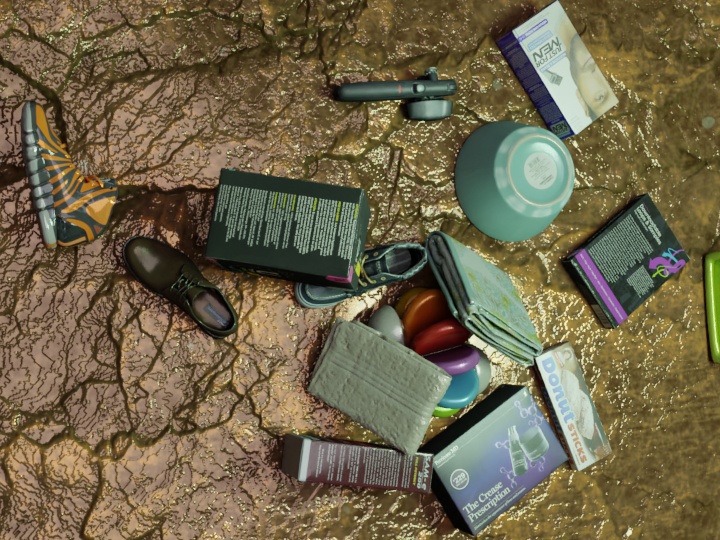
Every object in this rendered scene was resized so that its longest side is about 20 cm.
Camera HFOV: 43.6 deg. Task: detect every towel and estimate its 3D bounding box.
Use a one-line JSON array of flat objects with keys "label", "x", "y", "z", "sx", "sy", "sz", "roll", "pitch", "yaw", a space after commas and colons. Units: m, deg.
[{"label": "towel", "x": 0.183, "y": 0.040, "z": 1.350, "sx": 0.171, "sy": 0.201, "sz": 0.048, "roll": 33, "pitch": 116, "yaw": -32}, {"label": "towel", "x": 0.023, "y": 0.163, "z": 1.299, "sx": 0.199, "sy": 0.034, "sz": 0.133, "roll": 29, "pitch": 101, "yaw": 25}]

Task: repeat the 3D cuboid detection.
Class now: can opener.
[{"label": "can opener", "x": 0.057, "y": -0.277, "z": 1.400, "sx": 0.198, "sy": 0.063, "sz": 0.079, "roll": -1, "pitch": 87, "yaw": -19}]

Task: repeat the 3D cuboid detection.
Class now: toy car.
[{"label": "toy car", "x": 0.117, "y": 0.123, "z": 1.343, "sx": 0.174, "sy": 0.150, "sz": 0.202, "roll": -13, "pitch": 90, "yaw": -19}]

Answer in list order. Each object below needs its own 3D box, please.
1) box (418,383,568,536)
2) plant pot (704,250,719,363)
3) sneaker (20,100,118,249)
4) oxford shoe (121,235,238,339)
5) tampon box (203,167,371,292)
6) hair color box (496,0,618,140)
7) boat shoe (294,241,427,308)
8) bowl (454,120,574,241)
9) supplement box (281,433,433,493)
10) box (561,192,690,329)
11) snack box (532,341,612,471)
[{"label": "box", "x": 0.202, "y": 0.290, "z": 1.399, "sx": 0.199, "sy": 0.079, "sz": 0.142, "roll": -34, "pitch": 94, "yaw": -18}, {"label": "plant pot", "x": 0.733, "y": 0.058, "z": 1.539, "sx": 0.180, "sy": 0.200, "sz": 0.201, "roll": 0, "pitch": 85, "yaw": -24}, {"label": "sneaker", "x": -0.398, "y": -0.136, "z": 1.235, "sx": 0.111, "sy": 0.077, "sz": 0.202, "roll": -13, "pitch": 101, "yaw": -23}, {"label": "oxford shoe", "x": -0.247, "y": 0.018, "z": 1.263, "sx": 0.200, "sy": 0.084, "sz": 0.073, "roll": 38, "pitch": 77, "yaw": -11}, {"label": "tampon box", "x": -0.095, "y": -0.052, "z": 1.253, "sx": 0.198, "sy": 0.150, "sz": 0.127, "roll": 9, "pitch": 83, "yaw": 6}, {"label": "hair color box", "x": 0.328, "y": -0.331, "z": 1.497, "sx": 0.109, "sy": 0.065, "sz": 0.201, "roll": -37, "pitch": 99, "yaw": -18}, {"label": "boat shoe", "x": 0.000, "y": 0.000, "z": 1.344, "sx": 0.199, "sy": 0.091, "sz": 0.071, "roll": -21, "pitch": 92, "yaw": -19}, {"label": "bowl", "x": 0.261, "y": -0.151, "z": 1.438, "sx": 0.199, "sy": 0.105, "sz": 0.203, "roll": 1, "pitch": 85, "yaw": -18}, {"label": "supplement box", "x": -0.006, "y": 0.281, "z": 1.311, "sx": 0.198, "sy": 0.109, "sz": 0.061, "roll": 9, "pitch": 82, "yaw": -17}, {"label": "box", "x": 0.454, "y": -0.017, "z": 1.530, "sx": 0.200, "sy": 0.036, "sz": 0.143, "roll": -37, "pitch": 99, "yaw": -16}, {"label": "snack box", "x": 0.346, "y": 0.222, "z": 1.480, "sx": 0.071, "sy": 0.024, "sz": 0.201, "roll": -23, "pitch": 94, "yaw": -18}]
